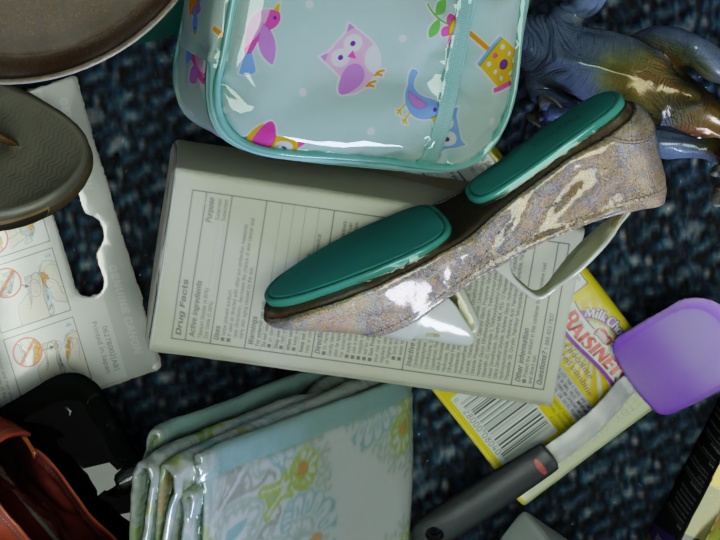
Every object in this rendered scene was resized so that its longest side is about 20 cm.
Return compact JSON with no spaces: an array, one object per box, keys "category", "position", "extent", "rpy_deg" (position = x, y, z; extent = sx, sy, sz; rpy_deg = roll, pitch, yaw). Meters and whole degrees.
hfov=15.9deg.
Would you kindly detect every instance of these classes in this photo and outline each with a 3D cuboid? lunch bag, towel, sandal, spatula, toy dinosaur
[{"category":"lunch bag","position":[0.007,-0.147,1.162],"extent":[0.160,0.077,0.201],"rpy_deg":[7,103,-21]},{"category":"towel","position":[-0.041,0.142,1.263],"extent":[0.048,0.200,0.172],"rpy_deg":[14,108,35]},{"category":"sandal","position":[-0.221,-0.086,1.219],"extent":[0.200,0.055,0.082],"rpy_deg":[33,69,4]},{"category":"spatula","position":[0.108,0.082,1.309],"extent":[0.200,0.021,0.057],"rpy_deg":[-35,110,4]},{"category":"toy dinosaur","position":[0.110,-0.086,1.269],"extent":[0.181,0.200,0.105],"rpy_deg":[18,74,28]}]

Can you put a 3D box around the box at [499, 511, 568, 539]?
[{"category":"box","position":[0.141,0.251,1.272],"extent":[0.199,0.200,0.131],"rpy_deg":[33,97,-22]}]

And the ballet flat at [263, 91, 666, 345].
[{"category":"ballet flat","position":[0.053,-0.006,1.180],"extent":[0.199,0.068,0.067],"rpy_deg":[-28,110,4]}]

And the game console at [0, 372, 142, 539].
[{"category":"game console","position":[-0.175,0.172,1.307],"extent":[0.200,0.116,0.176],"rpy_deg":[-31,85,1]}]

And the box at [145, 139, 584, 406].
[{"category":"box","position":[0.000,0.000,1.250],"extent":[0.199,0.078,0.095],"rpy_deg":[10,104,-6]}]

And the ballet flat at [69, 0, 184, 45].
[{"category":"ballet flat","position":[-0.054,-0.157,1.246],"extent":[0.199,0.073,0.073],"rpy_deg":[-11,104,3]}]

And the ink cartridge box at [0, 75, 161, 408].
[{"category":"ink cartridge box","position":[-0.217,0.005,1.279],"extent":[0.199,0.050,0.162],"rpy_deg":[-20,104,-16]}]

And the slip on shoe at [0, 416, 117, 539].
[{"category":"slip on shoe","position":[-0.184,0.086,1.210],"extent":[0.200,0.074,0.061],"rpy_deg":[48,119,13]}]

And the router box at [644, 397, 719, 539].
[{"category":"router box","position":[0.273,0.120,1.344],"extent":[0.199,0.052,0.158],"rpy_deg":[24,99,-11]}]

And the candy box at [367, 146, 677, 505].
[{"category":"candy box","position":[0.063,0.013,1.312],"extent":[0.102,0.026,0.200],"rpy_deg":[-37,104,2]}]

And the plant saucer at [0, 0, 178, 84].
[{"category":"plant saucer","position":[-0.158,-0.182,1.210],"extent":[0.199,0.032,0.201],"rpy_deg":[-1,80,7]}]
